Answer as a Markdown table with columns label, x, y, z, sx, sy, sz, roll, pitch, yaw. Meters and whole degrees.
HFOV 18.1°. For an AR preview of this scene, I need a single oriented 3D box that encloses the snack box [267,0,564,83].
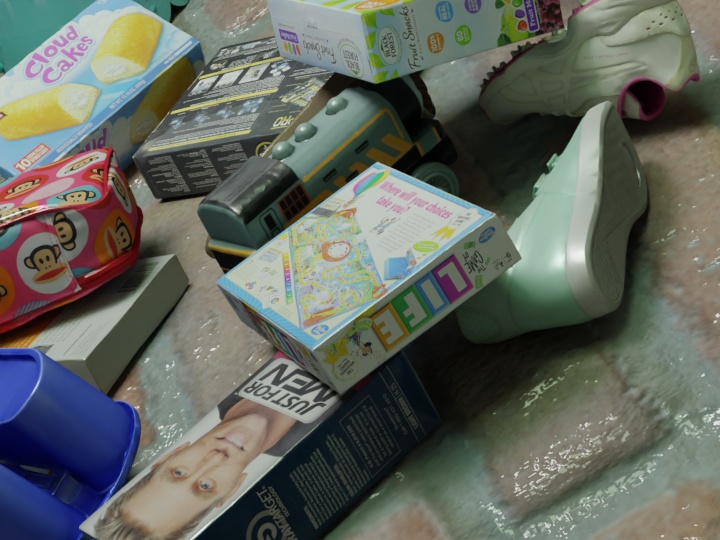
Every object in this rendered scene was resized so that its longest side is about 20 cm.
| label | x | y | z | sx | sy | sz | roll | pitch | yaw |
| --- | --- | --- | --- | --- | --- | --- | --- | --- | --- |
| snack box | 0.033 | -0.178 | 1.550 | 0.141 | 0.053 | 0.200 | -19 | 16 | -17 |

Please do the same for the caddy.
| label | x | y | z | sx | sy | sz | roll | pitch | yaw |
| --- | --- | --- | --- | --- | --- | --- | --- | --- | --- |
| caddy | -0.213 | 0.130 | 1.419 | 0.142 | 0.105 | 0.199 | -58 | 24 | -18 |

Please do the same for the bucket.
| label | x | y | z | sx | sy | sz | roll | pitch | yaw |
| --- | --- | --- | --- | --- | --- | --- | --- | --- | --- |
| bucket | -0.278 | -0.278 | 2.132 | 0.206 | 0.135 | 0.208 | -21 | 27 | 12 |

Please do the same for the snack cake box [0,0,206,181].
| label | x | y | z | sx | sy | sz | roll | pitch | yaw |
| --- | --- | --- | --- | --- | --- | --- | --- | --- | --- |
| snack cake box | -0.235 | -0.134 | 1.881 | 0.115 | 0.067 | 0.200 | 32 | 63 | 30 |

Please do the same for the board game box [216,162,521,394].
| label | x | y | z | sx | sy | sz | roll | pitch | yaw |
| --- | --- | --- | --- | --- | --- | --- | --- | --- | --- |
| board game box | 0.000 | 0.000 | 1.373 | 0.134 | 0.034 | 0.200 | -37 | 21 | -9 |

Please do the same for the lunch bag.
| label | x | y | z | sx | sy | sz | roll | pitch | yaw |
| --- | --- | --- | --- | --- | --- | --- | --- | --- | --- |
| lunch bag | -0.261 | -0.021 | 1.668 | 0.198 | 0.082 | 0.176 | -21 | 20 | 4 |

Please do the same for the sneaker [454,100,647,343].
| label | x | y | z | sx | sy | sz | roll | pitch | yaw |
| --- | --- | --- | --- | --- | --- | --- | --- | --- | --- |
| sneaker | 0.111 | -0.032 | 1.418 | 0.117 | 0.074 | 0.201 | -18 | 28 | 27 |

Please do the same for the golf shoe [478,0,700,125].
| label | x | y | z | sx | sy | sz | roll | pitch | yaw |
| --- | --- | --- | --- | --- | --- | --- | --- | --- | --- |
| golf shoe | 0.154 | -0.130 | 1.543 | 0.075 | 0.092 | 0.200 | -28 | -2 | -36 |

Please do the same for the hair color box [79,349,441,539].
| label | x | y | z | sx | sy | sz | roll | pitch | yaw |
| --- | --- | --- | --- | --- | --- | --- | --- | --- | --- |
| hair color box | -0.059 | 0.121 | 1.337 | 0.200 | 0.061 | 0.100 | -42 | 29 | -21 |

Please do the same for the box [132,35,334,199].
| label | x | y | z | sx | sy | sz | roll | pitch | yaw |
| --- | --- | --- | --- | --- | --- | --- | --- | --- | --- |
| box | -0.061 | -0.132 | 1.776 | 0.199 | 0.049 | 0.162 | -8 | 33 | 35 |

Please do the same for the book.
| label | x | y | z | sx | sy | sz | roll | pitch | yaw |
| --- | --- | --- | --- | --- | --- | --- | --- | --- | --- |
| book | -0.238 | 0.045 | 1.653 | 0.199 | 0.048 | 0.134 | -7 | 31 | 35 |

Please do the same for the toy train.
| label | x | y | z | sx | sy | sz | roll | pitch | yaw |
| --- | --- | --- | --- | --- | --- | --- | --- | --- | --- |
| toy train | -0.018 | -0.049 | 1.524 | 0.200 | 0.114 | 0.085 | -42 | 30 | -22 |

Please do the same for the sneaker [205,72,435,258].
| label | x | y | z | sx | sy | sz | roll | pitch | yaw |
| --- | --- | --- | --- | --- | --- | --- | --- | --- | --- |
| sneaker | -0.027 | -0.073 | 1.620 | 0.200 | 0.075 | 0.070 | -50 | -3 | -5 |
